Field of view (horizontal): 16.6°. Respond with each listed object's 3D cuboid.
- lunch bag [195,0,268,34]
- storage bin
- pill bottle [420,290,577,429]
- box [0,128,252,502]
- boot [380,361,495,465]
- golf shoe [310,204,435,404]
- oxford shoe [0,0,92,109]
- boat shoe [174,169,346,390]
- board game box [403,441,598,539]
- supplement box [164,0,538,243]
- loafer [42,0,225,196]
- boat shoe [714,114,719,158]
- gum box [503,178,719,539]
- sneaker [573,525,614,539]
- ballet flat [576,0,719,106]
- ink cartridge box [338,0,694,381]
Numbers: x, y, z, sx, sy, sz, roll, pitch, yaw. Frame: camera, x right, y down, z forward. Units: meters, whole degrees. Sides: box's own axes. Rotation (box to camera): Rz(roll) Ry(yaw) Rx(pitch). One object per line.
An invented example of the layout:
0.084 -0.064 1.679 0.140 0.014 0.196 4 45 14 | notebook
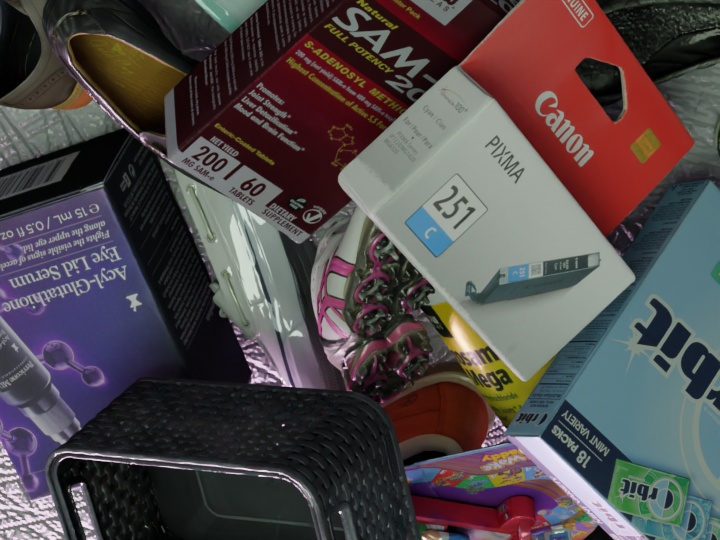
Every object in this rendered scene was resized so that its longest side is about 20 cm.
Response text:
0.000 -0.193 1.455 0.200 0.122 0.170 43 114 -13 | lunch bag
-0.075 0.149 1.489 0.199 0.094 0.136 2 117 32 | storage bin
0.101 0.017 1.543 0.112 0.113 0.200 -30 107 21 | pill bottle
-0.178 0.029 1.604 0.147 0.104 0.201 -18 111 17 | box
-0.004 0.139 1.625 0.199 0.107 0.075 -32 108 24 | boot
0.000 0.000 1.480 0.092 0.072 0.200 54 155 25 | golf shoe
-0.178 -0.183 1.508 0.071 0.072 0.201 37 122 32 | oxford shoe
-0.065 0.005 1.596 0.066 0.074 0.201 -13 100 19 | boat shoe
0.060 0.170 1.556 0.199 0.039 0.158 -14 148 12 | board game box
-0.008 -0.114 1.405 0.109 0.061 0.200 32 122 -32 | supplement box
-0.111 -0.094 1.489 0.200 0.072 0.073 35 109 -19 | loafer
0.309 -0.044 1.501 0.199 0.066 0.075 28 117 -4 | boat shoe
0.205 0.075 1.508 0.170 0.200 0.044 44 160 -20 | gum box
0.233 0.202 1.632 0.199 0.076 0.116 -9 122 18 | sneaker
0.176 -0.140 1.485 0.199 0.057 0.067 -20 109 19 | ballet flat
0.104 -0.052 1.399 0.176 0.045 0.200 -44 137 1 | ink cartridge box
